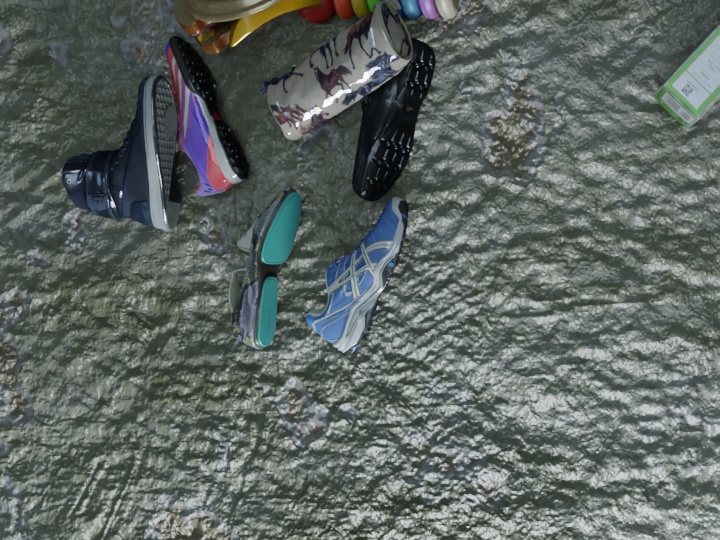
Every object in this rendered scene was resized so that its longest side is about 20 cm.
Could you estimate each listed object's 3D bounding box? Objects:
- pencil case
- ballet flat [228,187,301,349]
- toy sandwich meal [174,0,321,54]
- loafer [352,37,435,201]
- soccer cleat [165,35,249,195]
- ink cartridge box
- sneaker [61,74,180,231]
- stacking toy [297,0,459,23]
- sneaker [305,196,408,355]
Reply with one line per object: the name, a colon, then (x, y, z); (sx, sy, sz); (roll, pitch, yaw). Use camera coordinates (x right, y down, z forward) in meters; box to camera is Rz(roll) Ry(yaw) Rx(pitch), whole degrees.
pencil case: (-0.025, -0.241, 1.403); (0.198, 0.077, 0.091); (-30, 63, 28)
ballet flat: (-0.127, -0.007, 1.464); (0.071, 0.072, 0.204); (13, 93, 8)
toy sandwich meal: (-0.130, -0.340, 1.425); (0.202, 0.207, 0.071); (-19, 131, 9)
loafer: (0.031, -0.185, 1.437); (0.070, 0.068, 0.204); (22, 94, 44)
soccer cleat: (-0.209, -0.192, 1.471); (0.072, 0.068, 0.203); (-25, 88, 20)
ink cartridge box: (0.429, -0.261, 1.349); (0.059, 0.104, 0.200); (42, 97, 5)
sneaker: (-0.299, -0.150, 1.450); (0.144, 0.077, 0.205); (11, 122, 11)
stacking toy: (0.017, -0.335, 1.429); (0.196, 0.085, 0.087); (-6, 91, 16)
sneaker: (0.000, 0.000, 1.436); (0.076, 0.076, 0.202); (26, 94, 2)
